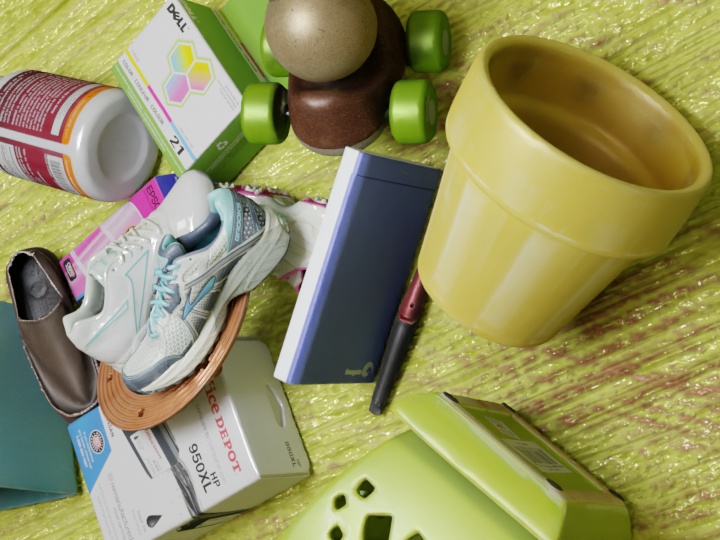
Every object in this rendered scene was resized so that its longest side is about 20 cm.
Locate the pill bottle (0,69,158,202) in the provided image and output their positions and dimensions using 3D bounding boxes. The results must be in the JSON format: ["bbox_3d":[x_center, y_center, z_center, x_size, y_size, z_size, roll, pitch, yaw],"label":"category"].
[{"bbox_3d":[-0.309,-0.141,1.475,0.199,0.113,0.114,16,96,34],"label":"pill bottle"}]

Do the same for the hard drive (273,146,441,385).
[{"bbox_3d":[0.000,0.000,1.252,0.025,0.132,0.201,23,99,31],"label":"hard drive"}]

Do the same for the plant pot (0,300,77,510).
[{"bbox_3d":[-0.390,0.137,1.503,0.141,0.141,0.201,-15,70,31],"label":"plant pot"}]

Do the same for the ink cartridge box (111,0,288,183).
[{"bbox_3d":[-0.122,-0.204,1.379,0.200,0.076,0.148,-45,65,24],"label":"ink cartridge box"}]

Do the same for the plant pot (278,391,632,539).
[{"bbox_3d":[0.088,0.212,1.150,0.199,0.200,0.182,39,100,29],"label":"plant pot"}]

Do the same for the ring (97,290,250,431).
[{"bbox_3d":[-0.169,0.059,1.343,0.200,0.019,0.201,-29,42,31],"label":"ring"}]

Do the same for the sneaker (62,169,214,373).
[{"bbox_3d":[-0.198,-0.006,1.329,0.070,0.080,0.201,27,89,57],"label":"sneaker"}]

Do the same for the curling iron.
[{"bbox_3d":[0.051,0.039,1.280,0.050,0.026,0.201,36,106,33],"label":"curling iron"}]

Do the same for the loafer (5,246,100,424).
[{"bbox_3d":[-0.313,0.065,1.467,0.073,0.071,0.201,-29,75,2],"label":"loafer"}]

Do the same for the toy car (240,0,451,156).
[{"bbox_3d":[-0.027,-0.209,1.209,0.163,0.200,0.158,1,55,16],"label":"toy car"}]

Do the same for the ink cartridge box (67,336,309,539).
[{"bbox_3d":[-0.164,0.168,1.378,0.200,0.084,0.145,-32,70,27],"label":"ink cartridge box"}]

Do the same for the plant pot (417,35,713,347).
[{"bbox_3d":[0.141,-0.050,1.139,0.201,0.200,0.189,46,126,27],"label":"plant pot"}]

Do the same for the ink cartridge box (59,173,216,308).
[{"bbox_3d":[-0.211,-0.023,1.453,0.200,0.037,0.095,-37,68,24],"label":"ink cartridge box"}]

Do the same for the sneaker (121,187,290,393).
[{"bbox_3d":[-0.154,0.013,1.274,0.200,0.086,0.078,-53,34,-1],"label":"sneaker"}]

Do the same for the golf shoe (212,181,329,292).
[{"bbox_3d":[-0.077,-0.031,1.343,0.199,0.075,0.092,14,98,34],"label":"golf shoe"}]
